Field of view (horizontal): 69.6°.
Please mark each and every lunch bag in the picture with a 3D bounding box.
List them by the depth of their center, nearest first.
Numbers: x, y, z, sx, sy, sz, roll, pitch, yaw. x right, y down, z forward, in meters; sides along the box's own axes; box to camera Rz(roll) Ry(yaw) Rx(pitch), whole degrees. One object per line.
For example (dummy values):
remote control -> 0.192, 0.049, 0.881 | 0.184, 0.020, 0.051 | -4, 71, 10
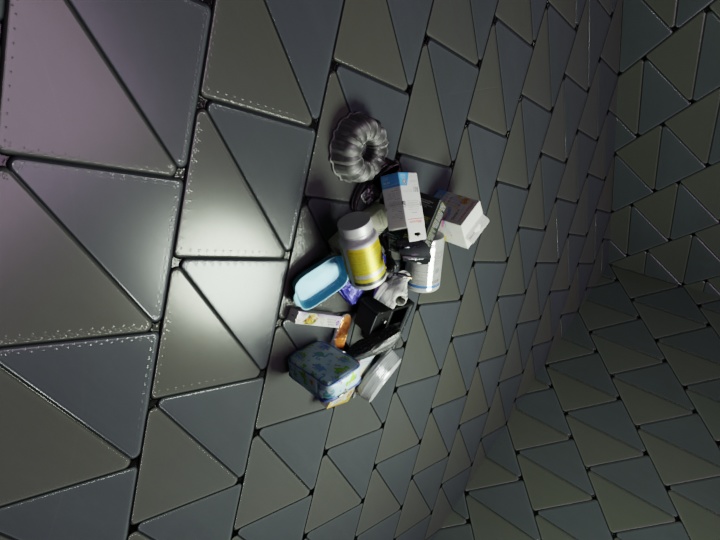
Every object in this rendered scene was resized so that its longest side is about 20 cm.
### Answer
lunch bag -> -0.104, 0.295, 1.542 | 0.160, 0.199, 0.083 | -27, 128, -40

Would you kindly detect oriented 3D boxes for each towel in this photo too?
towel -> 0.000, 0.000, 1.641 | 0.201, 0.049, 0.148 | -56, 142, -15

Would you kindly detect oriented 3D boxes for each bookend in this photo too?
bookend -> 0.059, 0.181, 1.735 | 0.199, 0.092, 0.200 | -10, 128, -48

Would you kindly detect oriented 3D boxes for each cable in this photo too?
cable -> 0.065, 0.370, 1.830 | 0.200, 0.069, 0.200 | -41, 165, -41

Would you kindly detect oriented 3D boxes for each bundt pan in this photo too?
bundt pan -> 0.007, -0.340, 1.460 | 0.201, 0.076, 0.203 | -27, 128, -40

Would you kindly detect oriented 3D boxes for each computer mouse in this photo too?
computer mouse -> 0.148, -0.039, 1.494 | 0.199, 0.046, 0.141 | 13, 55, -36

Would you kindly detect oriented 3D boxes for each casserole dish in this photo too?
casserole dish -> -0.119, 0.029, 1.504 | 0.200, 0.039, 0.122 | -35, 133, -23

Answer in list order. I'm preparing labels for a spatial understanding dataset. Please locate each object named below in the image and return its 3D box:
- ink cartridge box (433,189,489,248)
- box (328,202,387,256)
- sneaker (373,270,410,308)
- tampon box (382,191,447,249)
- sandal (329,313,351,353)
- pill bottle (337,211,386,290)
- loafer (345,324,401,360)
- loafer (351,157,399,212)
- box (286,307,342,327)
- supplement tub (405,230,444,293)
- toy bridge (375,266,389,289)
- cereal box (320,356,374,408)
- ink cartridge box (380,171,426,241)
ink cartridge box -> 0.340, -0.181, 1.832 | 0.129, 0.199, 0.125 | -51, 140, -19
box -> -0.001, -0.116, 1.565 | 0.200, 0.068, 0.082 | -48, 137, -22
sneaker -> 0.120, 0.068, 1.701 | 0.200, 0.099, 0.075 | -35, 159, -50
tampon box -> 0.165, -0.146, 1.663 | 0.201, 0.149, 0.126 | -67, 160, 1
sandal -> -0.061, 0.245, 1.683 | 0.079, 0.059, 0.208 | 3, 105, -50
pill bottle -> 0.002, -0.055, 1.455 | 0.114, 0.114, 0.201 | -39, 132, -31
loafer -> 0.046, 0.244, 1.657 | 0.200, 0.068, 0.071 | -25, 135, -19
loafer -> 0.046, -0.256, 1.556 | 0.201, 0.063, 0.072 | -57, 141, -13
box -> -0.135, 0.143, 1.559 | 0.199, 0.041, 0.039 | 14, 98, -53
supplement tub -> 0.224, -0.035, 1.824 | 0.132, 0.132, 0.201 | -22, 123, -42
toy bridge -> 0.064, 0.029, 1.690 | 0.067, 0.027, 0.200 | -54, 165, -6
cereal box -> -0.042, 0.360, 1.730 | 0.201, 0.039, 0.144 | -61, 154, 10
ink cartridge box -> 0.128, -0.183, 1.528 | 0.116, 0.066, 0.201 | -13, 94, -56
